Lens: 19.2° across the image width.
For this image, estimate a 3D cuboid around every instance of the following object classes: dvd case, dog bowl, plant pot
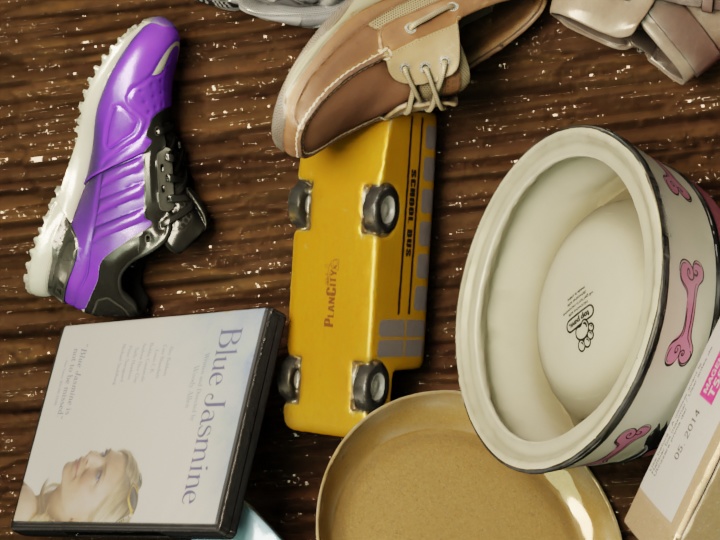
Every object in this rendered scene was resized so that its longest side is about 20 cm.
[{"bbox_3d":[-0.135,0.097,1.326,0.200,0.018,0.143,-6,64,42],"label":"dvd case"},{"bbox_3d":[0.138,0.021,1.219,0.200,0.074,0.200,-30,54,53],"label":"dog bowl"},{"bbox_3d":[0.063,0.167,1.256,0.200,0.200,0.027,54,146,11],"label":"plant pot"}]

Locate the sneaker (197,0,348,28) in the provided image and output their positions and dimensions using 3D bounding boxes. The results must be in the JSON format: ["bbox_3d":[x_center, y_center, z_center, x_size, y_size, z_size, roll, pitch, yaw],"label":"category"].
[{"bbox_3d":[-0.064,-0.195,1.311,0.200,0.115,0.075,17,96,19],"label":"sneaker"}]

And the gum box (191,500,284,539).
[{"bbox_3d":[-0.063,0.263,1.251,0.170,0.045,0.200,-44,71,-5],"label":"gum box"}]

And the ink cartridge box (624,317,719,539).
[{"bbox_3d":[0.259,0.084,1.133,0.165,0.075,0.200,22,99,-16],"label":"ink cartridge box"}]

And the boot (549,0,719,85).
[{"bbox_3d":[0.155,-0.209,1.247,0.200,0.070,0.146,32,88,6],"label":"boot"}]

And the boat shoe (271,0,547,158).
[{"bbox_3d":[0.032,-0.129,1.254,0.072,0.076,0.200,39,67,23],"label":"boat shoe"}]

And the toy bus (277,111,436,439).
[{"bbox_3d":[0.000,0.000,1.308,0.065,0.078,0.200,5,92,32],"label":"toy bus"}]

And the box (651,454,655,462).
[{"bbox_3d":[0.272,0.100,1.231,0.200,0.051,0.158,9,94,18],"label":"box"}]

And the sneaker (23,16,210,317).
[{"bbox_3d":[-0.137,-0.060,1.370,0.099,0.070,0.200,24,103,11],"label":"sneaker"}]
